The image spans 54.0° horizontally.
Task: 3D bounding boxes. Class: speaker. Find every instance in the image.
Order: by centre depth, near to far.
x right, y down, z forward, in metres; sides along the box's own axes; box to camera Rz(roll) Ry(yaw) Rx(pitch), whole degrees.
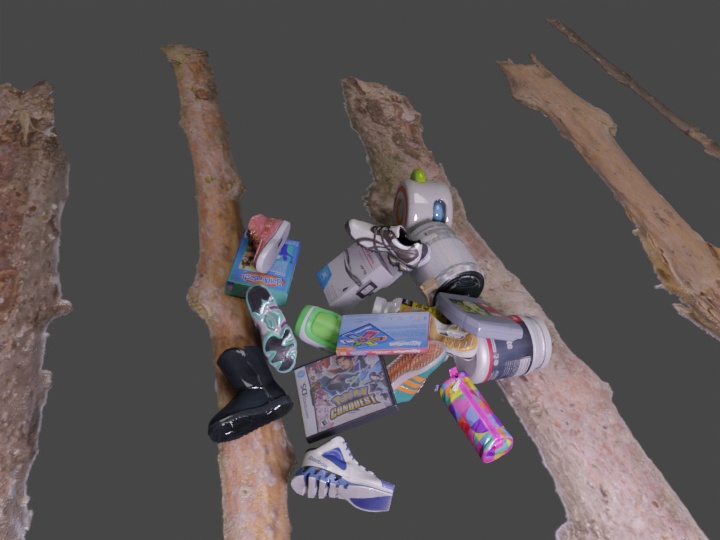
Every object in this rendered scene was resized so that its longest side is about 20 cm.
[{"bbox_3d":[-0.047,0.151,1.590,0.197,0.090,0.089,24,42,11],"label":"speaker"}]

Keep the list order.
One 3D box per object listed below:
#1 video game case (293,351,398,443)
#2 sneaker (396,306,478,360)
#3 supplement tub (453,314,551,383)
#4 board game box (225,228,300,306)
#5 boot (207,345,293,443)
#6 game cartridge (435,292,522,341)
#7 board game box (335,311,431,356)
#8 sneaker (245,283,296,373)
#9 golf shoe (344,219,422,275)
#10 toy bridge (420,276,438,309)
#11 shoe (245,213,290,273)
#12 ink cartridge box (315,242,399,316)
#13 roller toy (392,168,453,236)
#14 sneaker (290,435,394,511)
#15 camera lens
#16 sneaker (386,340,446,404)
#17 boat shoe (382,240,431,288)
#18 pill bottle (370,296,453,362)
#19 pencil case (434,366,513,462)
[{"bbox_3d":[-0.035,0.245,1.469,0.196,0.026,0.183,-21,45,3],"label":"video game case"},{"bbox_3d":[0.163,0.148,1.545,0.197,0.088,0.076,22,67,25],"label":"sneaker"},{"bbox_3d":[0.324,0.178,1.627,0.196,0.142,0.142,-6,45,-22],"label":"supplement tub"},{"bbox_3d":[-0.237,-0.010,1.740,0.149,0.046,0.202,13,41,-3],"label":"board game box"},{"bbox_3d":[-0.253,0.243,1.431,0.198,0.077,0.169,-15,53,-39],"label":"boot"},{"bbox_3d":[0.247,0.097,1.534,0.130,0.042,0.200,5,16,-23],"label":"game cartridge"},{"bbox_3d":[0.050,0.135,1.508,0.195,0.020,0.104,-3,43,14],"label":"board game box"},{"bbox_3d":[-0.195,0.125,1.572,0.076,0.140,0.204,-19,89,-8],"label":"sneaker"},{"bbox_3d":[0.059,-0.081,1.636,0.198,0.096,0.078,31,36,9],"label":"golf shoe"},{"bbox_3d":[0.196,0.089,1.688,0.200,0.067,0.027,42,21,-38],"label":"toy bridge"},{"bbox_3d":[-0.243,-0.069,1.720,0.089,0.073,0.201,17,36,4],"label":"shoe"},{"bbox_3d":[0.000,0.000,1.693,0.067,0.199,0.117,40,16,-47],"label":"ink cartridge box"},{"bbox_3d":[0.172,-0.151,1.914,0.137,0.202,0.185,2,52,-13],"label":"roller toy"},{"bbox_3d":[-0.026,0.378,1.351,0.195,0.082,0.116,13,43,0],"label":"sneaker"},{"bbox_3d":[0.208,-0.003,1.776,0.157,0.162,0.202,-7,45,-23],"label":"camera lens"},{"bbox_3d":[0.104,0.224,1.495,0.198,0.080,0.072,-34,41,8],"label":"sneaker"},{"bbox_3d":[0.081,-0.017,1.735,0.066,0.198,0.071,29,46,-45],"label":"boat shoe"},{"bbox_3d":[0.119,0.131,1.639,0.196,0.114,0.113,17,41,3],"label":"pill bottle"},{"bbox_3d":[0.241,0.307,1.505,0.087,0.089,0.201,-13,49,-28],"label":"pencil case"}]
